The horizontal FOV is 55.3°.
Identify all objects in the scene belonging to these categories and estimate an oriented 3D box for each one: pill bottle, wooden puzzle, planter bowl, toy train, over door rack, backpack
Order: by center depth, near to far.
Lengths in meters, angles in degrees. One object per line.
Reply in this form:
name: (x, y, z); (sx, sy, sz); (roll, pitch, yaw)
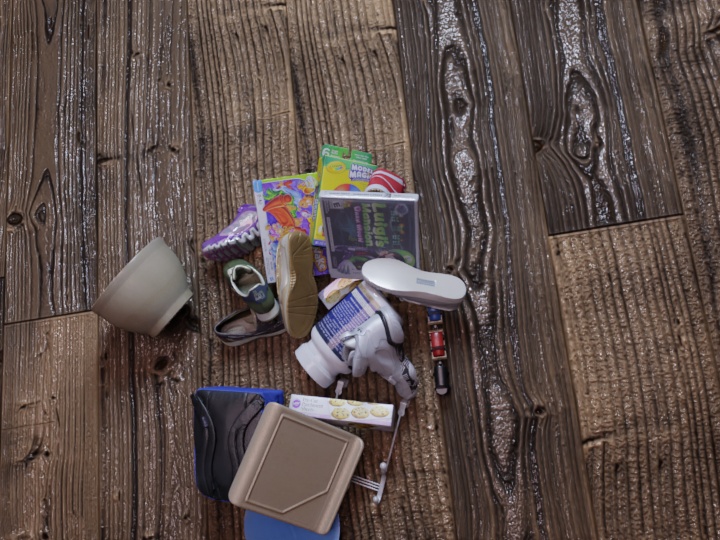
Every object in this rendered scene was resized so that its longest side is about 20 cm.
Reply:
wooden puzzle: (-0.113, 0.354, 1.228); (0.198, 0.037, 0.188); (26, 84, -16)
backpack: (-0.216, 0.325, 1.295); (0.160, 0.167, 0.204); (-2, 83, 23)
over door rack: (-0.005, 0.318, 1.298); (0.145, 0.067, 0.204); (15, 82, 16)
toy train: (0.146, 0.137, 1.309); (0.033, 0.046, 0.204); (-8, 76, 12)
pill bottle: (-0.023, 0.124, 1.317); (0.200, 0.116, 0.116); (-42, 72, 2)
planter bowl: (-0.430, 0.050, 1.411); (0.134, 0.200, 0.201); (41, 90, -8)

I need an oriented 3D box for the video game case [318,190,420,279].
video game case: (0.021, -0.059, 1.271); (0.178, 0.202, 0.024); (3, 43, 10)

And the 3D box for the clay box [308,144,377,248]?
clay box: (-0.033, -0.141, 1.350); (0.113, 0.047, 0.204); (8, 89, -19)

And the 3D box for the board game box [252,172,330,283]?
board game box: (-0.136, -0.086, 1.376); (0.132, 0.045, 0.204); (-9, 95, -8)

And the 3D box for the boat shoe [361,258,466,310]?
boat shoe: (0.097, 0.031, 1.283); (0.196, 0.069, 0.073); (8, 52, -1)

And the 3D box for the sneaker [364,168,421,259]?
sneaker: (0.068, -0.101, 1.318); (0.070, 0.202, 0.113); (-15, 33, 20)

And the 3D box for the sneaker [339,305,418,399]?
sneaker: (0.032, 0.169, 1.255); (0.113, 0.203, 0.075); (-24, 31, -10)

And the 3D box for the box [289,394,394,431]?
box: (-0.034, 0.263, 1.268); (0.196, 0.039, 0.042); (5, 63, 12)

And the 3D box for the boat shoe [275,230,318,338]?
boat shoe: (-0.129, 0.027, 1.327); (0.069, 0.073, 0.204); (-4, 85, 54)

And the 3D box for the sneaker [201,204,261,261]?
sneaker: (-0.244, -0.090, 1.444); (0.197, 0.081, 0.090); (-25, 68, 2)

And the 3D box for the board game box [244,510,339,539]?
board game box: (-0.126, 0.479, 1.304); (0.198, 0.039, 0.160); (-29, 72, 12)

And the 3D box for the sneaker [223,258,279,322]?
sneaker: (-0.229, 0.014, 1.370); (0.067, 0.091, 0.200); (-35, 45, -11)

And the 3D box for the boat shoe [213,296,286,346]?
boat shoe: (-0.204, 0.100, 1.394); (0.197, 0.065, 0.074); (-26, 72, 7)

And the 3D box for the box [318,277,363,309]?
box: (0.000, 0.000, 1.374); (0.199, 0.039, 0.042); (-40, 90, 3)
